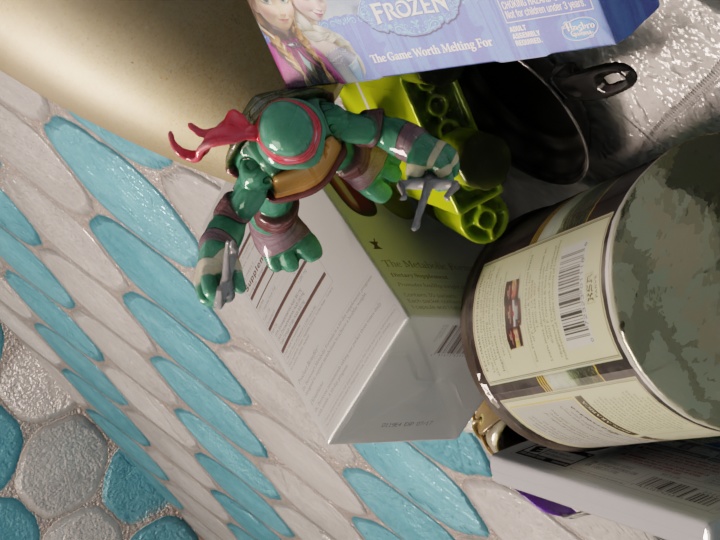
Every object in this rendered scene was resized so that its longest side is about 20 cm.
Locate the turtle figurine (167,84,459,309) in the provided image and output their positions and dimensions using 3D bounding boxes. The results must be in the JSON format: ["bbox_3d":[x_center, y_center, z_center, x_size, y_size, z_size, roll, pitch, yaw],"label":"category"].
[{"bbox_3d":[-0.025,-0.049,0.810,0.200,0.149,0.101,52,-164,-87],"label":"turtle figurine"}]

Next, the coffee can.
[{"bbox_3d":[0.155,0.020,0.837,0.146,0.147,0.200,43,162,-7],"label":"coffee can"}]

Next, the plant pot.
[{"bbox_3d":[-0.110,-0.146,0.917,0.200,0.188,0.187,40,163,3],"label":"plant pot"}]

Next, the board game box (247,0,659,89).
[{"bbox_3d":[0.007,-0.183,0.677,0.199,0.043,0.200,-2,121,44],"label":"board game box"}]

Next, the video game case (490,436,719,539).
[{"bbox_3d":[0.204,0.107,0.918,0.199,0.181,0.022,7,111,60],"label":"video game case"}]

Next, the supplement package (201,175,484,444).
[{"bbox_3d":[0.000,0.000,1.003,0.113,0.110,0.201,2,-139,-40],"label":"supplement package"}]

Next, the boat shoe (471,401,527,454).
[{"bbox_3d":[0.113,0.103,1.124,0.199,0.067,0.074,18,152,49],"label":"boat shoe"}]

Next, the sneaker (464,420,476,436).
[{"bbox_3d":[0.062,0.091,1.266,0.200,0.086,0.078,41,-167,-6],"label":"sneaker"}]

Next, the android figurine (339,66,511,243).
[{"bbox_3d":[0.028,-0.101,0.907,0.183,0.041,0.200,64,171,-15],"label":"android figurine"}]

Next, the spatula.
[{"bbox_3d":[0.172,0.168,1.053,0.199,0.021,0.056,15,178,37],"label":"spatula"}]

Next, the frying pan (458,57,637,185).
[{"bbox_3d":[0.091,-0.108,0.853,0.115,0.031,0.190,40,162,9],"label":"frying pan"}]
